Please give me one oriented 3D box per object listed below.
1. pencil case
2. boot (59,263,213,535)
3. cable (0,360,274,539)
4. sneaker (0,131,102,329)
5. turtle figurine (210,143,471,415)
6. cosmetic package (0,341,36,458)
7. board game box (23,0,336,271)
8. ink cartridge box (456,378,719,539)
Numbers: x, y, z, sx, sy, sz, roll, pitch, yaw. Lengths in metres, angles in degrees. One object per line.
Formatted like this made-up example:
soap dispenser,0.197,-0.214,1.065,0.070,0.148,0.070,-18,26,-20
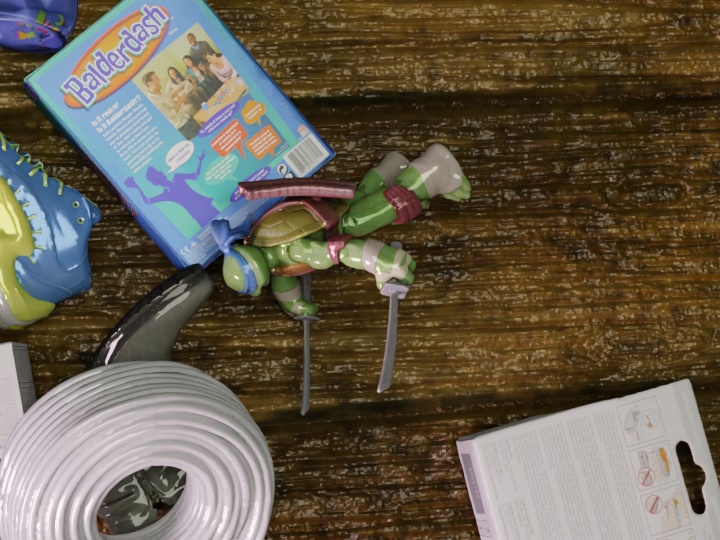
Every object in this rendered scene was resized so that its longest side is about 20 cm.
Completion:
pencil case,-0.241,-0.266,1.304,0.087,0.078,0.200,11,82,12
boot,-0.152,0.101,1.290,0.131,0.068,0.200,43,93,-9
cable,-0.160,0.163,1.220,0.200,0.069,0.200,7,110,-28
sneaker,-0.260,-0.060,1.290,0.105,0.076,0.200,-17,95,-25
turtle figurine,0.000,0.000,1.298,0.194,0.144,0.200,-38,73,-26
cosmetic package,-0.337,0.110,1.236,0.200,0.051,0.083,-10,84,2
board game box,-0.141,-0.116,1.327,0.152,0.045,0.200,-41,94,-13
ink cartridge box,0.191,0.187,1.372,0.200,0.047,0.160,-14,87,-19
